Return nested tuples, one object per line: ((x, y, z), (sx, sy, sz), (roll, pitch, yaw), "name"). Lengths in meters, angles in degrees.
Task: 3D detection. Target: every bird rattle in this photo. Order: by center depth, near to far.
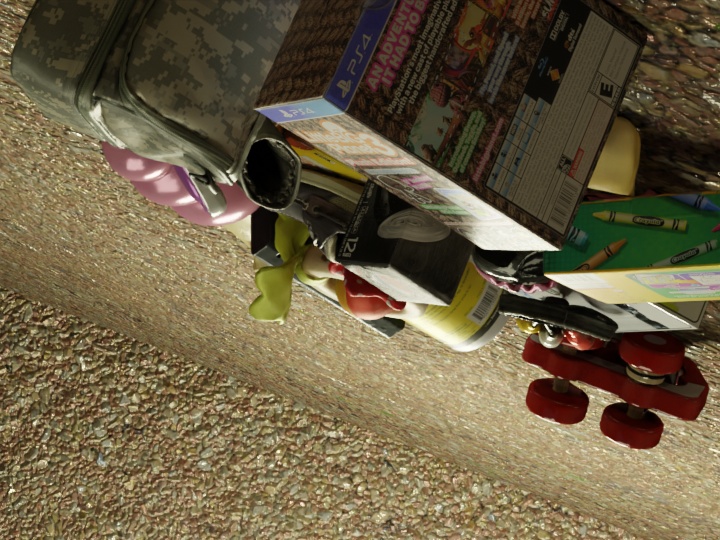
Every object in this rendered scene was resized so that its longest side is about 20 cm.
((0.000, 0.000, 1.531), (0.199, 0.114, 0.163), (-3, 158, 37), "bird rattle")

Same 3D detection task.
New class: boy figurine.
((0.141, -0.080, 1.279), (0.199, 0.065, 0.124), (-4, 175, 42), "boy figurine")

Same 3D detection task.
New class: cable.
((0.176, 0.052, 1.470), (0.096, 0.051, 0.200), (18, -175, 15), "cable")

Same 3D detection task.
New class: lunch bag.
((-0.118, -0.172, 1.114), (0.167, 0.201, 0.139), (25, 171, 8), "lunch bag")

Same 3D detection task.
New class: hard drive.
((-0.032, -0.030, 1.709), (0.033, 0.140, 0.199), (-34, 130, 31), "hard drive")

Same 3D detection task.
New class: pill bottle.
((0.058, -0.006, 1.667), (0.199, 0.113, 0.112), (31, 165, -29), "pill bottle")

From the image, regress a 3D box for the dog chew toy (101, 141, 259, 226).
((-0.168, -0.113, 1.548), (0.124, 0.126, 0.200), (15, 179, 34), "dog chew toy")

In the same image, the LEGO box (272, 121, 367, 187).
((0.014, -0.097, 1.448), (0.199, 0.078, 0.149), (27, 167, -16), "LEGO box")

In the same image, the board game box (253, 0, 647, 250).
((0.060, -0.128, 1.044), (0.199, 0.160, 0.097), (31, 166, -26), "board game box")

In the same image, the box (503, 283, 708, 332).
((0.230, 0.007, 1.529), (0.116, 0.060, 0.200), (28, 167, -19), "box")

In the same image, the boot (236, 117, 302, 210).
((-0.110, -0.129, 1.384), (0.200, 0.073, 0.182), (45, 179, 27), "boot")

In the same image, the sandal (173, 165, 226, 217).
((-0.187, -0.125, 1.422), (0.203, 0.050, 0.082), (56, 173, -12), "sandal")

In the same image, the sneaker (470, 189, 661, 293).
((0.181, -0.035, 1.384), (0.199, 0.080, 0.095), (-5, 148, 25), "sneaker")

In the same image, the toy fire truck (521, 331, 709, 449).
((0.272, 0.096, 1.717), (0.199, 0.113, 0.168), (18, -158, 18), "toy fire truck")

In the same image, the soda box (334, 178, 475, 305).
((0.058, -0.080, 1.149), (0.071, 0.201, 0.063), (32, 163, -37), "soda box")

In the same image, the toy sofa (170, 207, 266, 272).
((-0.126, -0.082, 1.802), (0.082, 0.098, 0.200), (-11, 152, 24), "toy sofa")

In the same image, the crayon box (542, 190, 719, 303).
((0.253, -0.016, 1.235), (0.199, 0.059, 0.119), (-3, 166, 32), "crayon box")

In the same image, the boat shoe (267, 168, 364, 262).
((-0.014, -0.039, 1.406), (0.199, 0.065, 0.072), (17, 168, 29), "boat shoe")
